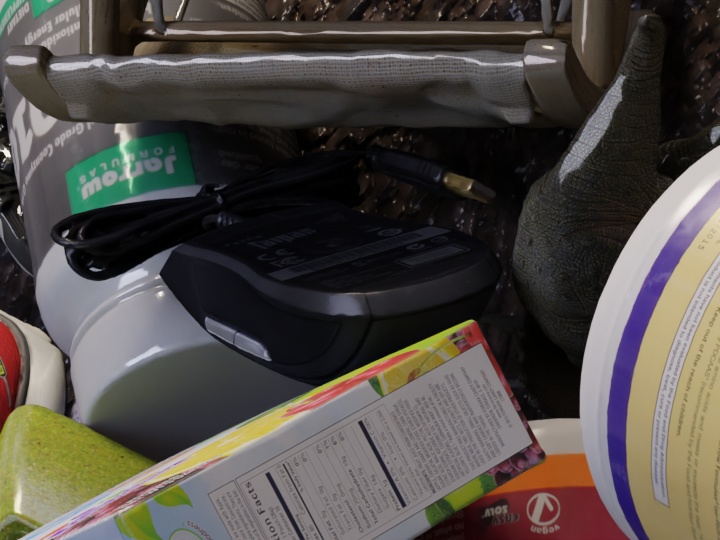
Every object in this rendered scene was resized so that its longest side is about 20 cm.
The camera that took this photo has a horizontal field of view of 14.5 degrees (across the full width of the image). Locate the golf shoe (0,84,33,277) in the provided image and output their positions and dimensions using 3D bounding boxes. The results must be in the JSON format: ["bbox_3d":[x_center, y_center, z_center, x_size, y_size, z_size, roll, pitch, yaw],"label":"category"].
[{"bbox_3d":[-0.154,-0.048,1.241,0.095,0.078,0.200,-64,35,34],"label":"golf shoe"}]

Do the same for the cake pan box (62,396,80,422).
[{"bbox_3d":[-0.134,0.180,1.129,0.200,0.052,0.184,-44,44,27],"label":"cake pan box"}]

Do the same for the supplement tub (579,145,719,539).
[{"bbox_3d":[0.171,0.050,0.764,0.200,0.145,0.146,29,97,50],"label":"supplement tub"}]

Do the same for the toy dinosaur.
[{"bbox_3d":[0.088,-0.002,0.891,0.102,0.200,0.077,-20,64,-2],"label":"toy dinosaur"}]

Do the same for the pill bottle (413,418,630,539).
[{"bbox_3d":[0.066,0.156,0.866,0.109,0.109,0.200,-24,58,41],"label":"pill bottle"}]

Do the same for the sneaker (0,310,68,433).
[{"bbox_3d":[-0.170,0.105,1.096,0.077,0.085,0.200,-23,58,41],"label":"sneaker"}]

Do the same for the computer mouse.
[{"bbox_3d":[0.000,0.000,0.954,0.200,0.140,0.046,13,115,53],"label":"computer mouse"}]

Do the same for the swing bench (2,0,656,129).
[{"bbox_3d":[0.001,-0.138,0.995,0.199,0.130,0.200,2,77,19],"label":"swing bench"}]

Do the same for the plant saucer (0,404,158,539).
[{"bbox_3d":[-0.086,0.175,0.999,0.199,0.048,0.200,25,94,17],"label":"plant saucer"}]

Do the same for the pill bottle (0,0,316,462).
[{"bbox_3d":[-0.076,-0.028,1.100,0.113,0.113,0.200,-39,49,31],"label":"pill bottle"}]

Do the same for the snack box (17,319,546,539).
[{"bbox_3d":[-0.059,0.087,0.852,0.200,0.142,0.053,-28,88,52],"label":"snack box"}]
